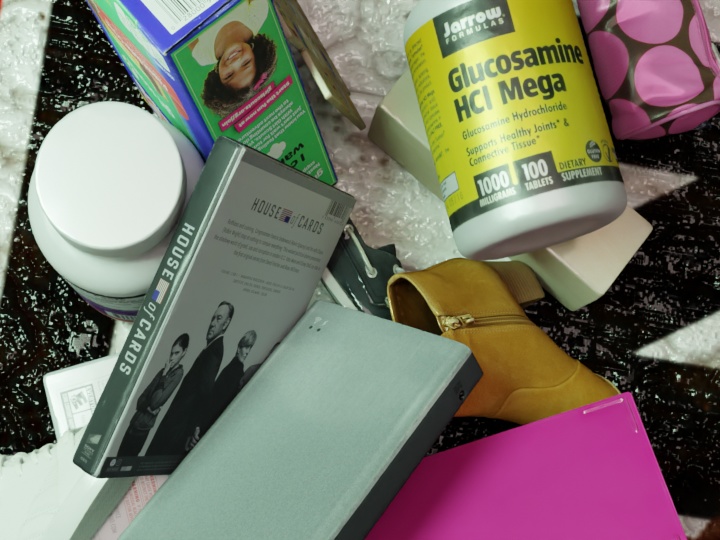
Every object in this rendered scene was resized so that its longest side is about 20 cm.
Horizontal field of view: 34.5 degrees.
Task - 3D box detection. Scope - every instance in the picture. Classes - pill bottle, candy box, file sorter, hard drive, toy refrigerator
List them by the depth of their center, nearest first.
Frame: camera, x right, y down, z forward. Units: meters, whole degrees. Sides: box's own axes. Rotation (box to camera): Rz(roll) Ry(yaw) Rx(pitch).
[{"bbox_3d":[-0.036,0.111,0.682,0.201,0.138,0.033,-51,130,-23],"label":"hard drive"},{"bbox_3d":[0.099,0.194,0.706,0.197,0.127,0.140,-19,38,8],"label":"file sorter"},{"bbox_3d":[-0.145,-0.034,0.726,0.109,0.200,0.114,1,80,-5],"label":"pill bottle"},{"bbox_3d":[-0.104,-0.138,0.726,0.077,0.201,0.169,-37,60,-8],"label":"candy box"},{"bbox_3d":[0.090,-0.117,0.732,0.110,0.112,0.204,-13,81,-8],"label":"pill bottle"},{"bbox_3d":[0.104,-0.066,0.820,0.199,0.076,0.070,41,79,3],"label":"toy refrigerator"}]

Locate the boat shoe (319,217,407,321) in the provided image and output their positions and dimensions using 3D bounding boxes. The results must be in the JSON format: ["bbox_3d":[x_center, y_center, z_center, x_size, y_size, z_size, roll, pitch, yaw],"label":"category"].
[{"bbox_3d":[0.000,0.000,0.799,0.060,0.076,0.201,-39,87,-5],"label":"boat shoe"}]

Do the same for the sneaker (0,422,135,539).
[{"bbox_3d":[-0.214,0.129,0.739,0.115,0.074,0.201,39,93,9],"label":"sneaker"}]

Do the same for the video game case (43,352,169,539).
[{"bbox_3d":[-0.104,0.144,0.790,0.179,0.024,0.203,-15,81,-8],"label":"video game case"}]

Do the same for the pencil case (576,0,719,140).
[{"bbox_3d":[0.207,-0.197,0.849,0.092,0.090,0.204,-19,83,27],"label":"pencil case"}]

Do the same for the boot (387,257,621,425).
[{"bbox_3d":[0.099,0.084,0.763,0.143,0.071,0.203,-12,68,-47],"label":"boot"}]

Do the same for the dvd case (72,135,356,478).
[{"bbox_3d":[-0.082,0.030,0.704,0.024,0.150,0.203,26,94,25],"label":"dvd case"}]

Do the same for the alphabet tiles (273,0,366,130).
[{"bbox_3d":[-0.049,-0.173,0.764,0.006,0.200,0.168,-31,84,7],"label":"alphabet tiles"}]
